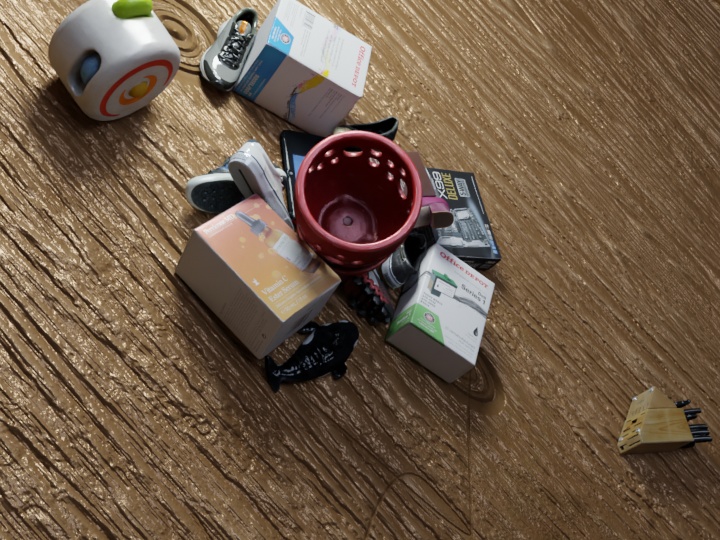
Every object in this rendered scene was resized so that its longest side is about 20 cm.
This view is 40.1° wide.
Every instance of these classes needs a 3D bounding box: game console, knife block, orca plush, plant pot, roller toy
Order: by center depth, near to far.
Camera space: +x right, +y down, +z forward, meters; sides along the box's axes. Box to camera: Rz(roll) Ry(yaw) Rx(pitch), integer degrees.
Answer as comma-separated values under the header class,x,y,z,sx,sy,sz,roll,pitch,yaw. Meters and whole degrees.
class,x,y,z,sx,sy,sz,roll,pitch,yaw
roller toy,-0.384,-0.332,1.564,0.182,0.200,0.140,-35,83,-9
orca plush,-0.065,0.120,1.574,0.199,0.071,0.106,-9,67,-40
plant pot,-0.014,-0.095,1.582,0.198,0.183,0.202,3,71,-9
game console,-0.058,-0.159,1.795,0.176,0.031,0.202,11,55,-31
knife block,0.606,0.325,1.938,0.175,0.064,0.200,42,45,-5

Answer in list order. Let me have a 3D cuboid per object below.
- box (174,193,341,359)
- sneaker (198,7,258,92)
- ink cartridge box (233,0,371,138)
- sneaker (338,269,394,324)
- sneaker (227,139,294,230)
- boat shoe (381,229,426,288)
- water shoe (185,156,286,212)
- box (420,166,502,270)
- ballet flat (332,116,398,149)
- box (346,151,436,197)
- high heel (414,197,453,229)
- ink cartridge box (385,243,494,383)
class,x,y,z,sx,sy,sz,roll,pitch,yaw
box,-0.160,0.007,1.536,0.200,0.107,0.152,45,45,8
sneaker,-0.236,-0.406,1.794,0.074,0.079,0.201,29,50,-20
ink cartridge box,-0.103,-0.371,1.821,0.199,0.145,0.148,27,49,-19
sneaker,0.000,0.000,1.702,0.201,0.071,0.098,49,47,3
sneaker,-0.148,-0.125,1.615,0.071,0.072,0.201,-60,144,-36
boat shoe,0.088,-0.043,1.771,0.070,0.066,0.200,54,28,-16
water shoe,-0.219,-0.148,1.656,0.199,0.072,0.079,-9,44,-42
box,0.175,-0.101,1.914,0.157,0.050,0.202,4,60,-34
ballet flat,0.007,-0.265,1.864,0.066,0.057,0.200,36,25,19
box,0.030,-0.157,1.788,0.199,0.075,0.101,-5,64,-35
high heel,0.063,-0.100,1.760,0.198,0.068,0.096,3,18,-11
ink cartridge box,0.145,0.072,1.752,0.146,0.084,0.201,33,47,-14
